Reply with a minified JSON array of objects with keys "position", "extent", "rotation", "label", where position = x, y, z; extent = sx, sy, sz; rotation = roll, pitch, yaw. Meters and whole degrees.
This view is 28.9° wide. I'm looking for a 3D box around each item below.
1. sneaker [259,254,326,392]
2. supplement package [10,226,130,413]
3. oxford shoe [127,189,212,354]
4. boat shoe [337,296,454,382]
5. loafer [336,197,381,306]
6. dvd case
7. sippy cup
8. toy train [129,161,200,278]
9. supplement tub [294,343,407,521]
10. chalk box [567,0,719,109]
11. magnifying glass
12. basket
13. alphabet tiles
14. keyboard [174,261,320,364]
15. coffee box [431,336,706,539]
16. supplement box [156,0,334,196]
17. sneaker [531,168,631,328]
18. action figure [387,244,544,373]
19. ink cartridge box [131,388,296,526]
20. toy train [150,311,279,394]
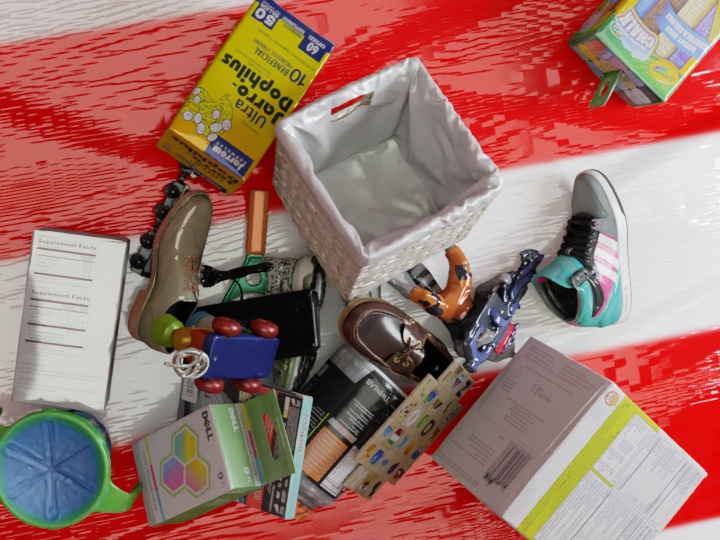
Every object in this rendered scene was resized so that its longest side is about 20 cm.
[{"position":[-0.098,0.070,1.700],"extent":[0.088,0.077,0.201],"rotation":[12,98,15],"label":"sneaker"},{"position":[-0.339,0.055,1.644],"extent":[0.109,0.114,0.201],"rotation":[8,93,-8],"label":"supplement package"},{"position":[-0.210,0.004,1.664],"extent":[0.071,0.074,0.201],"rotation":[6,108,-47],"label":"oxford shoe"},{"position":[0.053,0.090,1.674],"extent":[0.200,0.070,0.071],"rotation":[27,95,-48],"label":"boat shoe"},{"position":[0.000,0.000,1.714],"extent":[0.070,0.070,0.201],"rotation":[-25,97,2],"label":"loafer"},{"position":[-0.146,0.199,1.661],"extent":[0.022,0.199,0.147],"rotation":[5,94,-52],"label":"dvd case"},{"position":[-0.351,0.221,1.641],"extent":[0.139,0.130,0.178],"rotation":[-26,94,2],"label":"sippy cup"},{"position":[-0.220,-0.082,1.693],"extent":[0.046,0.034,0.201],"rotation":[26,90,-13],"label":"toy train"},{"position":[-0.039,0.199,1.696],"extent":[0.123,0.123,0.200],"rotation":[43,88,-9],"label":"supplement tub"},{"position":[0.345,-0.284,1.718],"extent":[0.124,0.124,0.200],"rotation":[43,86,-9],"label":"chalk box"},{"position":[-0.131,0.001,1.721],"extent":[0.079,0.022,0.201],"rotation":[4,95,-10],"label":"magnifying glass"},{"position":[0.024,-0.100,1.620],"extent":[0.198,0.161,0.200],"rotation":[-28,74,-18],"label":"basket"},{"position":[0.061,0.196,1.701],"extent":[0.006,0.166,0.200],"rotation":[41,88,25],"label":"alphabet tiles"},{"position":[-0.137,0.049,1.669],"extent":[0.199,0.021,0.128],"rotation":[-9,82,27],"label":"keyboard"},{"position":[0.249,0.235,1.683],"extent":[0.198,0.200,0.200],"rotation":[41,87,-25],"label":"coffee box"},{"position":[-0.136,-0.205,1.638],"extent":[0.109,0.109,0.200],"rotation":[34,76,-10],"label":"supplement box"},{"position":[0.266,-0.019,1.735],"extent":[0.120,0.083,0.201],"rotation":[-15,98,-35],"label":"sneaker"},{"position":[0.137,0.029,1.743],"extent":[0.194,0.104,0.200],"rotation":[53,56,-14],"label":"action figure"},{"position":[-0.175,0.219,1.630],"extent":[0.200,0.059,0.104],"rotation":[-28,70,35],"label":"ink cartridge box"},{"position":[-0.192,0.082,1.574],"extent":[0.115,0.200,0.085],"rotation":[22,98,32],"label":"toy train"}]
